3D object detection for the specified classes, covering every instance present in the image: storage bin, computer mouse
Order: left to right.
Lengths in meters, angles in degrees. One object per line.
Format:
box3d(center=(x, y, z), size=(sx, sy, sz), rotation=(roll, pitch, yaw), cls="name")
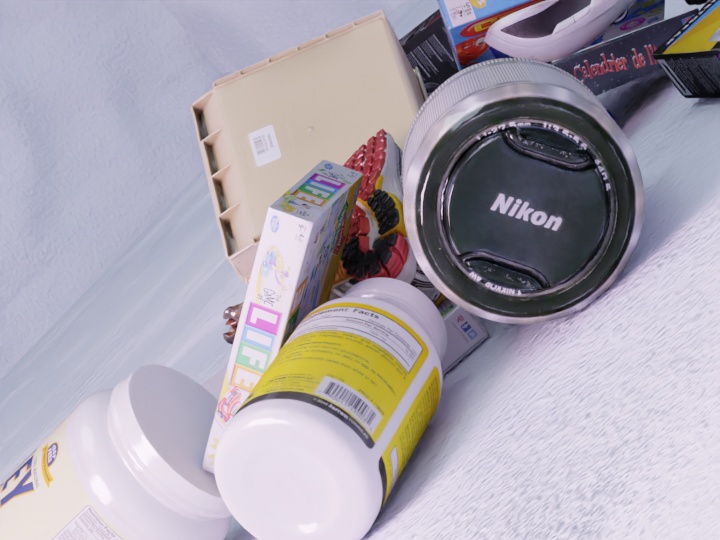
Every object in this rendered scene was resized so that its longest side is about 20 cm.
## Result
box3d(center=(-0.029, -0.094, 1.625), size=(0.197, 0.094, 0.201), rotation=(-22, 51, 7), cls="storage bin")
box3d(center=(0.202, -0.214, 1.581), size=(0.198, 0.044, 0.110), rotation=(-21, -7, 10), cls="computer mouse")

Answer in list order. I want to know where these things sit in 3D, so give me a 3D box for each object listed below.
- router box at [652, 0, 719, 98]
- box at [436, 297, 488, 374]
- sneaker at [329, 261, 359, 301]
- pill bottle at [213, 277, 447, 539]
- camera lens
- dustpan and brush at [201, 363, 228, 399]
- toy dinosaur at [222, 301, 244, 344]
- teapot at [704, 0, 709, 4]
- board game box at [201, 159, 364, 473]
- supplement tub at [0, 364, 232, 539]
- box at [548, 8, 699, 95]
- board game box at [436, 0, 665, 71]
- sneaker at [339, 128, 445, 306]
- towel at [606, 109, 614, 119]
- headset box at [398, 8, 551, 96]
box3d(center=(0.329, -0.212, 1.424), size=(0.200, 0.051, 0.149), rotation=(-42, 12, -6), cls="router box")
box3d(center=(0.003, 0.089, 1.434), size=(0.200, 0.036, 0.144), rotation=(-40, 10, 2), cls="box")
box3d(center=(0.000, 0.000, 1.534), size=(0.199, 0.076, 0.088), rotation=(-17, 7, -32), cls="sneaker")
box3d(center=(-0.011, 0.089, 1.256), size=(0.112, 0.113, 0.200), rotation=(-34, 11, 34), cls="pill bottle")
box3d(center=(0.108, -0.061, 1.307), size=(0.160, 0.160, 0.200), rotation=(-39, 10, 9), cls="camera lens")
box3d(center=(-0.147, 0.157, 1.687), size=(0.199, 0.057, 0.140), rotation=(-26, 30, 38), cls="dustpan and brush")
box3d(center=(-0.026, 0.009, 1.722), size=(0.198, 0.137, 0.086), rotation=(1, 23, 22), cls="toy dinosaur")
box3d(center=(0.338, -0.333, 1.646), size=(0.199, 0.146, 0.198), rotation=(-32, 14, 39), cls="teapot")
box3d(center=(-0.055, 0.034, 1.343), size=(0.134, 0.034, 0.202), rotation=(-49, -24, -67), cls="board game box")
box3d(center=(-0.185, 0.179, 1.387), size=(0.200, 0.145, 0.145), rotation=(-44, 8, 21), cls="supplement tub")
box3d(center=(0.182, -0.163, 1.609), size=(0.199, 0.038, 0.136), rotation=(-24, 6, -27), cls="box")
box3d(center=(0.169, -0.241, 1.662), size=(0.198, 0.056, 0.196), rotation=(-20, -12, 5), cls="board game box")
box3d(center=(0.023, -0.035, 1.455), size=(0.078, 0.082, 0.201), rotation=(-43, 29, 21), cls="sneaker")
box3d(center=(0.126, -0.085, 1.662), size=(0.148, 0.050, 0.200), rotation=(-44, 10, -18), cls="towel")
box3d(center=(0.102, -0.185, 1.900), size=(0.199, 0.149, 0.077), rotation=(-33, 12, 34), cls="headset box")
